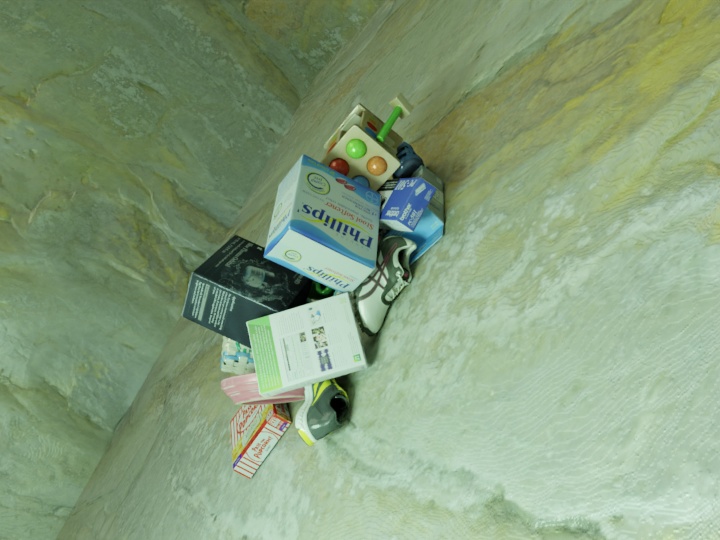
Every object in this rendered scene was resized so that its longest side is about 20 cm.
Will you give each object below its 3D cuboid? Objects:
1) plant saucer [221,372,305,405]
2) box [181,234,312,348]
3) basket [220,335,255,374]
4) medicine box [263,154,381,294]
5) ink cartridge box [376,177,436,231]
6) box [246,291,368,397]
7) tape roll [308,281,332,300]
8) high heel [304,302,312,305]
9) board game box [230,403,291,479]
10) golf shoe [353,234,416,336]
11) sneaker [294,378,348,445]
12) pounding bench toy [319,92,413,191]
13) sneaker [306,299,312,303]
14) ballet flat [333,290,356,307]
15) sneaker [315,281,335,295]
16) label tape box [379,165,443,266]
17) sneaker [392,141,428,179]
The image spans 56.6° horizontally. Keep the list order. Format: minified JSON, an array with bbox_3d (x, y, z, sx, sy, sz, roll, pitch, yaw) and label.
[{"bbox_3d":[-0.172,0.233,1.317,0.200,0.200,0.051,-28,64,54],"label":"plant saucer"},{"bbox_3d":[-0.225,0.046,1.378,0.197,0.199,0.118,-58,-9,-60],"label":"box"},{"bbox_3d":[-0.220,0.133,1.474,0.139,0.175,0.201,120,159,-56],"label":"basket"},{"bbox_3d":[-0.066,-0.085,1.250,0.103,0.182,0.201,-45,29,41],"label":"medicine box"},{"bbox_3d":[0.068,-0.130,1.307,0.094,0.044,0.200,-61,21,-6],"label":"ink cartridge box"},{"bbox_3d":[-0.098,0.135,1.217,0.199,0.036,0.145,-15,65,1],"label":"box"},{"bbox_3d":[-0.118,-0.026,1.538,0.048,0.200,0.201,-43,23,32],"label":"tape roll"},{"bbox_3d":[-0.118,0.116,1.440,0.142,0.072,0.200,-32,-1,40],"label":"high heel"},{"bbox_3d":[-0.220,0.331,1.453,0.152,0.046,0.200,-54,20,6],"label":"board game box"},{"bbox_3d":[0.045,0.025,1.258,0.088,0.077,0.201,2,72,34],"label":"golf shoe"},{"bbox_3d":[-0.055,0.234,1.208,0.084,0.075,0.200,-21,27,18],"label":"sneaker"},{"bbox_3d":[0.023,-0.261,1.364,0.200,0.124,0.156,-45,18,26],"label":"pounding bench toy"},{"bbox_3d":[-0.163,0.137,1.582,0.082,0.074,0.201,-41,26,41],"label":"sneaker"},{"bbox_3d":[0.000,0.000,1.403,0.072,0.071,0.201,8,78,69],"label":"ballet flat"},{"bbox_3d":[-0.054,-0.040,1.403,0.085,0.078,0.201,-42,-41,-72],"label":"sneaker"},{"bbox_3d":[0.098,-0.101,1.349,0.143,0.066,0.200,-43,22,33],"label":"label tape box"},{"bbox_3d":[0.093,-0.232,1.448,0.074,0.082,0.200,-36,0,10],"label":"sneaker"}]
